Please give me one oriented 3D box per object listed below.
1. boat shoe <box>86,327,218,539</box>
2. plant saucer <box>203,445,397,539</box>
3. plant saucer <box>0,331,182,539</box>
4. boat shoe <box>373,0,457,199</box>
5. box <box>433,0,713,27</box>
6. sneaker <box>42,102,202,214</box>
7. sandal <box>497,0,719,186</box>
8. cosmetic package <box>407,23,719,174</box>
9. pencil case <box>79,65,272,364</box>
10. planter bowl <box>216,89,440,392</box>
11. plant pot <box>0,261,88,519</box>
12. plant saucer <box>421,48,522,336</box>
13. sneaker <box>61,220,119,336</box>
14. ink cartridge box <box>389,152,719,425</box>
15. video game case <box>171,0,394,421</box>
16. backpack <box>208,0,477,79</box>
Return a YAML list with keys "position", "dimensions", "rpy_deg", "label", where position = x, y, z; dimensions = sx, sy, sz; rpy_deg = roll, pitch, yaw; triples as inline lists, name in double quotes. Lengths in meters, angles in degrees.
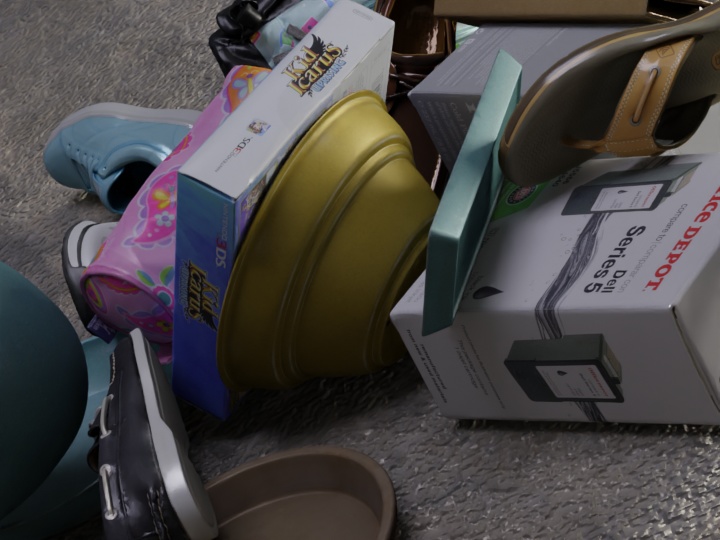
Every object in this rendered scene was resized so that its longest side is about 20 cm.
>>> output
- position: [-0.131, 0.103, 1.366]
  dimensions: [0.060, 0.074, 0.200]
  rpy_deg: [-25, 35, 0]
  label: "boat shoe"
- position: [-0.065, 0.172, 1.281]
  dimensions: [0.199, 0.030, 0.201]
  rpy_deg: [-24, 28, 13]
  label: "plant saucer"
- position: [-0.191, 0.114, 1.506]
  dimensions: [0.199, 0.036, 0.200]
  rpy_deg: [-25, 26, 13]
  label: "plant saucer"
- position: [0.030, -0.123, 1.563]
  dimensions: [0.071, 0.068, 0.202]
  rpy_deg: [6, 70, -1]
  label: "boat shoe"
- position: [0.171, -0.160, 1.515]
  dimensions: [0.163, 0.021, 0.199]
  rpy_deg: [8, 0, -39]
  label: "box"
- position: [-0.189, -0.081, 1.803]
  dimensions: [0.199, 0.074, 0.082]
  rpy_deg: [-4, 33, 43]
  label: "sneaker"
- position: [0.170, -0.096, 1.297]
  dimensions: [0.199, 0.081, 0.054]
  rpy_deg: [-22, 51, 1]
  label: "sandal"
- position: [0.137, -0.091, 1.451]
  dimensions: [0.090, 0.107, 0.199]
  rpy_deg: [-42, 27, -24]
  label: "cosmetic package"
- position: [-0.098, -0.039, 1.497]
  dimensions: [0.087, 0.088, 0.201]
  rpy_deg: [0, 48, 46]
  label: "pencil case"
- position: [0.000, 0.000, 1.407]
  dimensions: [0.083, 0.201, 0.201]
  rpy_deg: [26, 52, 17]
  label: "planter bowl"
- position: [-0.246, 0.071, 1.421]
  dimensions: [0.134, 0.202, 0.199]
  rpy_deg: [-4, 3, -44]
  label: "plant pot"
- position: [0.064, -0.046, 1.307]
  dimensions: [0.019, 0.070, 0.200]
  rpy_deg: [10, 36, 11]
  label: "plant saucer"
- position: [-0.124, -0.017, 1.578]
  dimensions: [0.115, 0.076, 0.200]
  rpy_deg: [-18, 6, 15]
  label: "sneaker"
- position: [0.140, 0.009, 1.293]
  dimensions: [0.199, 0.084, 0.146]
  rpy_deg: [-2, 36, 43]
  label: "ink cartridge box"
- position: [-0.049, -0.037, 1.426]
  dimensions: [0.045, 0.201, 0.182]
  rpy_deg: [25, 50, 16]
  label: "video game case"
- position: [-0.002, -0.171, 1.693]
  dimensions: [0.199, 0.127, 0.167]
  rpy_deg: [-28, 6, 0]
  label: "backpack"
